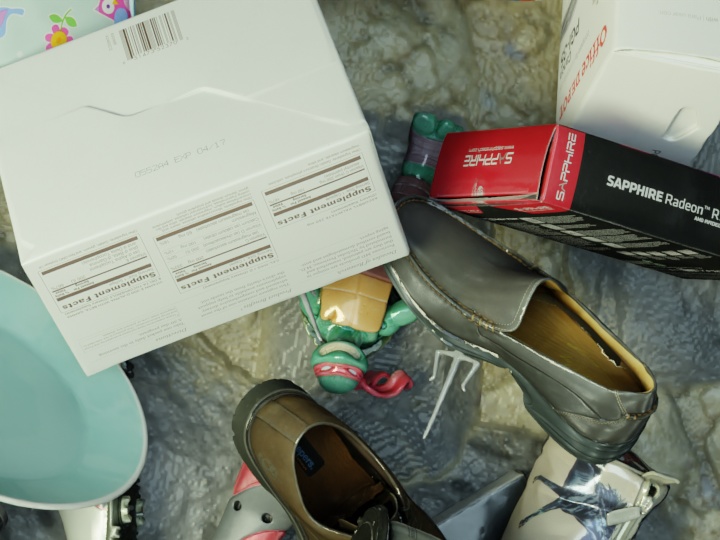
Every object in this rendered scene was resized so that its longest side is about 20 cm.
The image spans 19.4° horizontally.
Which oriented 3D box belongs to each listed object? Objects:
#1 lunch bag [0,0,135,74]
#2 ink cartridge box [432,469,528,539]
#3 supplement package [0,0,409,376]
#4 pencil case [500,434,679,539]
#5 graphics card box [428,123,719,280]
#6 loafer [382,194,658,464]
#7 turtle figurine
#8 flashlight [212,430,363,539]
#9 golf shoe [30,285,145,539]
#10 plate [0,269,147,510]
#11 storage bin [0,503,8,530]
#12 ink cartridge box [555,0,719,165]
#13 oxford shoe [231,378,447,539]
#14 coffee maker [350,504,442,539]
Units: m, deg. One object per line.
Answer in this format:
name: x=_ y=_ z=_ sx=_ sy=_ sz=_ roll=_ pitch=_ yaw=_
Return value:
lunch bag: x=-0.234 y=-0.177 z=1.238 sx=0.199 sy=0.077 sz=0.161 roll=-5 pitch=92 yaw=-32
ink cartridge box: x=0.038 y=0.215 z=1.309 sx=0.200 sy=0.037 sz=0.095 roll=-30 pitch=92 yaw=-4
supplement package: x=-0.096 y=-0.061 z=1.198 sx=0.199 sy=0.111 sz=0.156 roll=-20 pitch=50 yaw=0
pencil case: x=0.113 y=0.194 z=1.255 sx=0.078 sy=0.089 sz=0.201 roll=26 pitch=86 yaw=-25
graphics card box: x=0.157 y=-0.038 z=1.249 sx=0.199 sy=0.125 sz=0.051 roll=16 pitch=83 yaw=-27
loafer: x=0.093 y=0.021 z=1.210 sx=0.200 sy=0.072 sz=0.073 roll=40 pitch=57 yaw=7
turtle figurine: x=0.000 y=0.000 z=1.278 sx=0.149 sy=0.101 sz=0.201 roll=14 pitch=71 yaw=-20
flashlight: x=-0.063 y=0.181 z=1.283 sx=0.068 sy=0.068 sz=0.201 roll=22 pitch=86 yaw=-20
golf shoe: x=-0.178 y=0.105 z=1.274 sx=0.088 sy=0.077 sz=0.201 roll=-7 pitch=80 yaw=1
plate: x=-0.209 y=0.064 z=1.162 sx=0.200 sy=0.200 sz=0.026 roll=36 pitch=117 yaw=-4
storage bin: x=-0.291 y=0.156 z=1.182 sx=0.135 sy=0.200 sz=0.094 roll=35 pitch=62 yaw=-4
ink cartridge box: x=0.174 y=-0.179 z=1.247 sx=0.082 sy=0.147 sz=0.201 roll=8 pitch=67 yaw=-6
oxford shoe: x=0.004 y=0.153 z=1.230 sx=0.073 sy=0.084 sz=0.200 roll=-48 pitch=118 yaw=-10
coffee maker: x=0.061 y=0.249 z=1.158 sx=0.199 sy=0.135 sz=0.192 roll=24 pitch=120 yaw=-5
